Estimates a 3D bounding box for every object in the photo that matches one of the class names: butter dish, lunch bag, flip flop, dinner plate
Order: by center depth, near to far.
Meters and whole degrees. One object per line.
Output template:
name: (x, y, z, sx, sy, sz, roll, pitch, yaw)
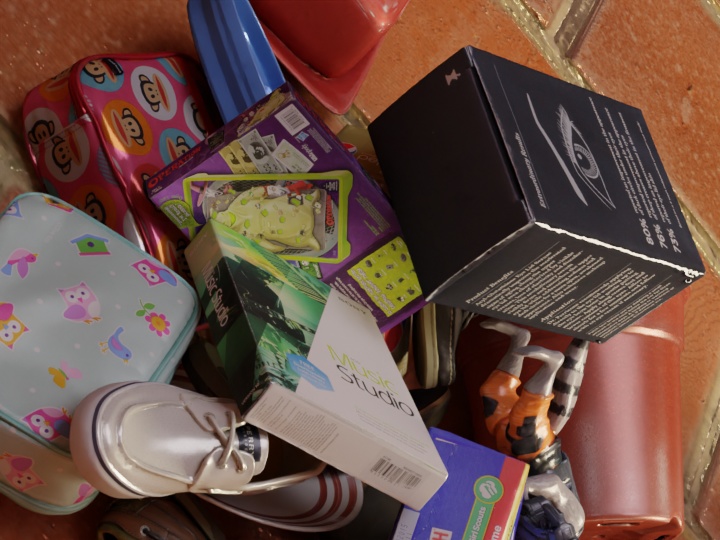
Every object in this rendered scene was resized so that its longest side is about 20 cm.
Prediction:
lunch bag: (-0.194, 0.055, 1.331, 0.160, 0.077, 0.200, 33, 41, -2)
dinner plate: (-0.090, 0.116, 1.438, 0.200, 0.024, 0.200, 26, 20, -10)
flip flop: (-0.040, 0.081, 1.452, 0.200, 0.058, 0.081, 27, 16, -47)
lunch bag: (-0.138, -0.053, 1.511, 0.176, 0.082, 0.200, -11, 77, -57)
butter dish: (-0.017, -0.265, 1.733, 0.200, 0.148, 0.199, 45, 38, -20)

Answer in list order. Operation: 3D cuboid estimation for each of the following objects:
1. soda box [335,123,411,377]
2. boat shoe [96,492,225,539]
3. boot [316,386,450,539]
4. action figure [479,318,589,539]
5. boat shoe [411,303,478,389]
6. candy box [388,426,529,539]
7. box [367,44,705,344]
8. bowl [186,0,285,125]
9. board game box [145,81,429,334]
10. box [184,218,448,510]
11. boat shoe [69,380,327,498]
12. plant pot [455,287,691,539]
soda box: (0.000, 0.000, 1.550, 0.068, 0.064, 0.200, -49, 150, -53)
boat shoe: (-0.096, 0.225, 1.385, 0.200, 0.072, 0.068, 46, 36, -1)
boot: (0.017, 0.157, 1.581, 0.200, 0.075, 0.097, -34, 113, -55)
action figure: (0.134, 0.142, 1.529, 0.105, 0.200, 0.194, -8, 101, -22)
boat shoe: (0.073, 0.001, 1.613, 0.065, 0.073, 0.200, 5, 56, -1)
candy box: (0.048, 0.224, 1.416, 0.077, 0.200, 0.169, 17, 64, 9)
box: (0.122, -0.049, 1.476, 0.200, 0.104, 0.148, 15, 48, -44)
bowl: (-0.075, -0.120, 1.583, 0.201, 0.039, 0.201, -22, 90, -86)
board game box: (-0.038, -0.025, 1.451, 0.200, 0.120, 0.032, 48, 10, -35)
box: (-0.031, 0.057, 1.371, 0.144, 0.036, 0.200, 30, 17, -30)
boat shoe: (-0.089, 0.104, 1.287, 0.200, 0.070, 0.071, 18, 66, -54)
plant pot: (0.170, 0.117, 1.685, 0.201, 0.201, 0.195, 14, 65, -45)
